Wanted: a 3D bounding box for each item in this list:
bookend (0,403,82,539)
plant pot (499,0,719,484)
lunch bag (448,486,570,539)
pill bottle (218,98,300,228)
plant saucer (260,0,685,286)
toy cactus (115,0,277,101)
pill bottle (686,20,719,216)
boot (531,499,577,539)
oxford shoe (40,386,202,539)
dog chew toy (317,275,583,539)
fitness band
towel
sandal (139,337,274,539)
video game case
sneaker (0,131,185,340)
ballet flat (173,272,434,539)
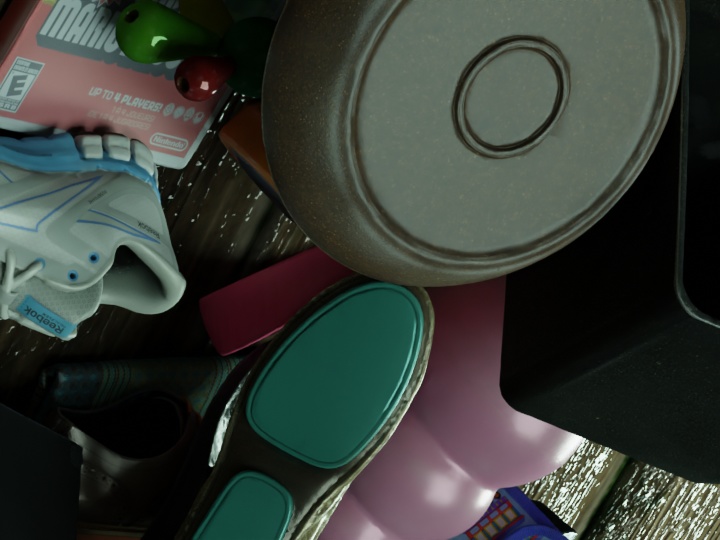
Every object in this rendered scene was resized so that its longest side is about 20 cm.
[{"bbox_3d":[-0.238,0.170,1.092,0.092,0.198,0.200,39,49,-59],"label":"bookend"},{"bbox_3d":[0.176,-0.003,1.170,0.200,0.200,0.177,22,146,-26],"label":"plant pot"},{"bbox_3d":[0.059,0.209,1.416,0.150,0.200,0.094,-35,148,-19],"label":"lunch bag"},{"bbox_3d":[0.029,-0.104,1.115,0.200,0.106,0.106,-43,149,-5],"label":"pill bottle"},{"bbox_3d":[0.056,-0.076,1.003,0.200,0.034,0.201,-13,123,-22],"label":"plant saucer"},{"bbox_3d":[0.005,-0.108,1.020,0.200,0.102,0.165,-27,107,-16],"label":"toy cactus"},{"bbox_3d":[0.160,-0.098,1.275,0.111,0.111,0.200,-30,145,-26],"label":"pill bottle"},{"bbox_3d":[0.039,0.235,1.549,0.200,0.066,0.165,-55,157,19],"label":"boot"},{"bbox_3d":[-0.086,0.100,1.208,0.200,0.071,0.073,2,120,-48],"label":"oxford shoe"},{"bbox_3d":[0.036,0.092,1.343,0.200,0.125,0.125,-43,150,9],"label":"dog chew toy"},{"bbox_3d":[0.000,0.000,1.169,0.143,0.037,0.200,-23,179,14],"label":"fitness band"},{"bbox_3d":[-0.114,0.103,1.261,0.200,0.022,0.147,2,123,-49],"label":"towel"},{"bbox_3d":[-0.060,0.121,1.161,0.201,0.048,0.075,-61,145,-26],"label":"sandal"},{"bbox_3d":[-0.074,-0.138,1.037,0.143,0.017,0.200,11,117,-54],"label":"video game case"},{"bbox_3d":[-0.151,-0.011,1.006,0.200,0.087,0.075,-3,144,-42],"label":"sneaker"},{"bbox_3d":[-0.031,0.082,1.091,0.200,0.070,0.065,-56,176,9],"label":"ballet flat"}]
